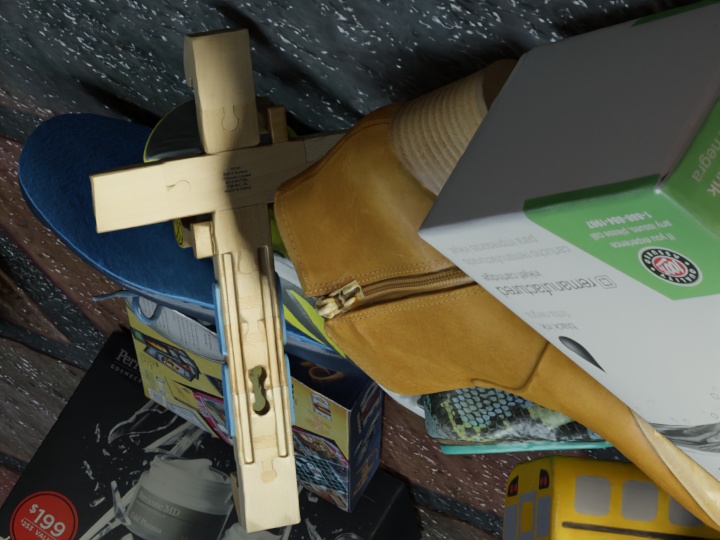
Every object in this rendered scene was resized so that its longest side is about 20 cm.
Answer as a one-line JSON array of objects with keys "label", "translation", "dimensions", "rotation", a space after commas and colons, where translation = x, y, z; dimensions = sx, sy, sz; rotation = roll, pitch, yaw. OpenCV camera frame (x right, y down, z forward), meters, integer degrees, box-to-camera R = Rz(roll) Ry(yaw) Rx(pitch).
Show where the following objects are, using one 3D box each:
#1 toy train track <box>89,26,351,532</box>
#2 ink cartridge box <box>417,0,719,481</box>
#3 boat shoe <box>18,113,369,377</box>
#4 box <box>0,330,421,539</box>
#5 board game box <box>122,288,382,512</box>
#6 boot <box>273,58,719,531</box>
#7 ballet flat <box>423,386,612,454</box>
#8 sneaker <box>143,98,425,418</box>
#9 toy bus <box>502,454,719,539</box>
[{"label": "toy train track", "translation": [-0.049, 0.003, 1.116], "dimensions": [0.033, 0.114, 0.201], "rotation": [-149, 51, -68]}, {"label": "ink cartridge box", "translation": [0.142, 0.010, 0.894], "dimensions": [0.200, 0.084, 0.146], "rotation": [39, 159, -19]}, {"label": "boat shoe", "translation": [-0.064, 0.001, 1.255], "dimensions": [0.200, 0.084, 0.069], "rotation": [32, 165, 9]}, {"label": "box", "translation": [-0.097, 0.166, 1.605], "dimensions": [0.200, 0.182, 0.104], "rotation": [26, 162, 16]}, {"label": "board game box", "translation": [-0.054, 0.055, 1.468], "dimensions": [0.135, 0.035, 0.200], "rotation": [30, 163, 9]}, {"label": "boot", "translation": [0.061, 0.026, 1.023], "dimensions": [0.201, 0.071, 0.144], "rotation": [55, 142, -2]}, {"label": "ballet flat", "translation": [0.109, 0.037, 1.058], "dimensions": [0.200, 0.074, 0.074], "rotation": [-1, 148, 29]}, {"label": "sneaker", "translation": [0.000, 0.000, 1.177], "dimensions": [0.200, 0.075, 0.085], "rotation": [39, 171, 7]}, {"label": "toy bus", "translation": [0.159, 0.123, 1.126], "dimensions": [0.199, 0.079, 0.065], "rotation": [7, 168, -15]}]
